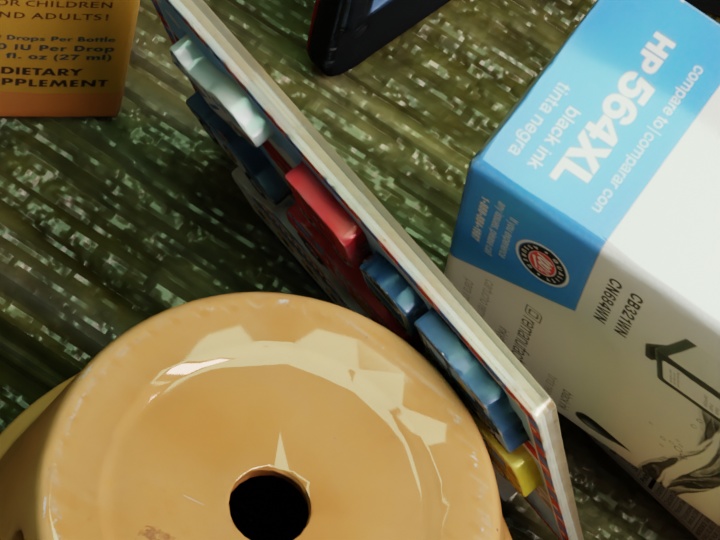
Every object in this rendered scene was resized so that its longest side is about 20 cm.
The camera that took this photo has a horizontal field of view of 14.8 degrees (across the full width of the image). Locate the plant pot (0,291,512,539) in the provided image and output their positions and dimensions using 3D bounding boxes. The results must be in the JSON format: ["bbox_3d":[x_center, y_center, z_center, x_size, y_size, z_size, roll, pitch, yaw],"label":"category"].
[{"bbox_3d":[-0.035,0.097,0.862,0.199,0.140,0.201,4,64,-8],"label":"plant pot"}]

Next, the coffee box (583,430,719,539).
[{"bbox_3d":[0.154,0.040,0.953,0.200,0.080,0.113,44,69,12],"label":"coffee box"}]

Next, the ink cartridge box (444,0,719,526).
[{"bbox_3d":[0.129,0.020,0.835,0.200,0.146,0.084,36,71,10],"label":"ink cartridge box"}]

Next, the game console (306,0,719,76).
[{"bbox_3d":[0.088,-0.125,0.955,0.172,0.200,0.119,-36,74,-23],"label":"game console"}]

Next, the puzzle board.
[{"bbox_3d":[0.000,0.000,0.899,0.017,0.151,0.200,-37,68,-7],"label":"puzzle board"}]

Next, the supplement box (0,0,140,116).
[{"bbox_3d":[-0.104,-0.124,0.922,0.066,0.200,0.069,0,64,-9],"label":"supplement box"}]
